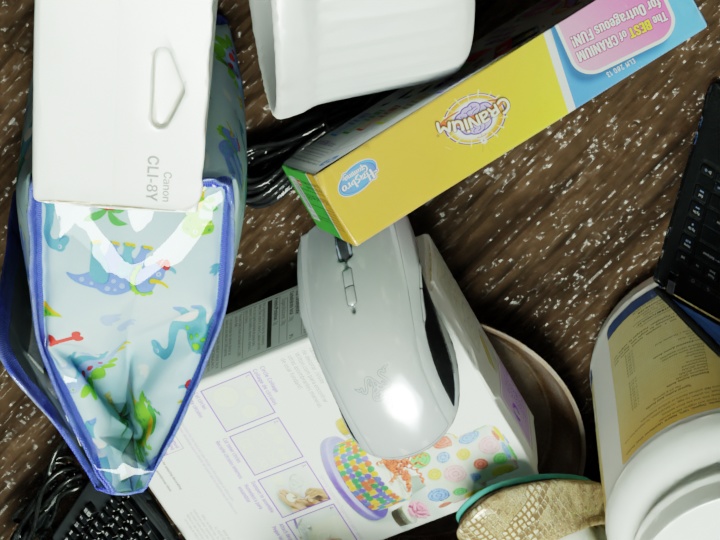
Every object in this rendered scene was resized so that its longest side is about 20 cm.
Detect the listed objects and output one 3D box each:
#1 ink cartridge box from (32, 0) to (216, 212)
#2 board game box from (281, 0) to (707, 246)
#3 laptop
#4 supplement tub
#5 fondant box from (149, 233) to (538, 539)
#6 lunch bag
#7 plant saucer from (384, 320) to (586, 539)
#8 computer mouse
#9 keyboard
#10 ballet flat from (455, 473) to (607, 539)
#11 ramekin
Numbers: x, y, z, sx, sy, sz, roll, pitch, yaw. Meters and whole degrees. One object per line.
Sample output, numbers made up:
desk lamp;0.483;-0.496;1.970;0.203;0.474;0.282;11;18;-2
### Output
ink cartridge box;-0.110;-0.143;1.426;0.083;0.200;0.146;3;125;-3
board game box;0.062;-0.085;1.460;0.199;0.153;0.040;-32;97;-4
laptop;0.252;0.011;1.526;0.177;0.201;0.103;29;153;-19
supplement tub;0.201;0.104;1.604;0.144;0.200;0.145;0;126;0
fondant box;-0.020;0.083;1.636;0.199;0.058;0.145;-21;123;15
lunch bag;-0.123;-0.010;1.539;0.127;0.170;0.201;1;126;-2
plant saucer;0.030;0.097;1.701;0.199;0.035;0.201;1;125;1
computer mouse;0.000;0.000;1.545;0.109;0.201;0.044;-23;158;16
keyboard;-0.173;0.175;1.711;0.040;0.104;0.200;-22;158;-39
ballet flat;0.126;0.152;1.657;0.070;0.065;0.200;-38;157;28
ramekin;-0.006;-0.177;1.410;0.097;0.201;0.201;-6;126;-4
